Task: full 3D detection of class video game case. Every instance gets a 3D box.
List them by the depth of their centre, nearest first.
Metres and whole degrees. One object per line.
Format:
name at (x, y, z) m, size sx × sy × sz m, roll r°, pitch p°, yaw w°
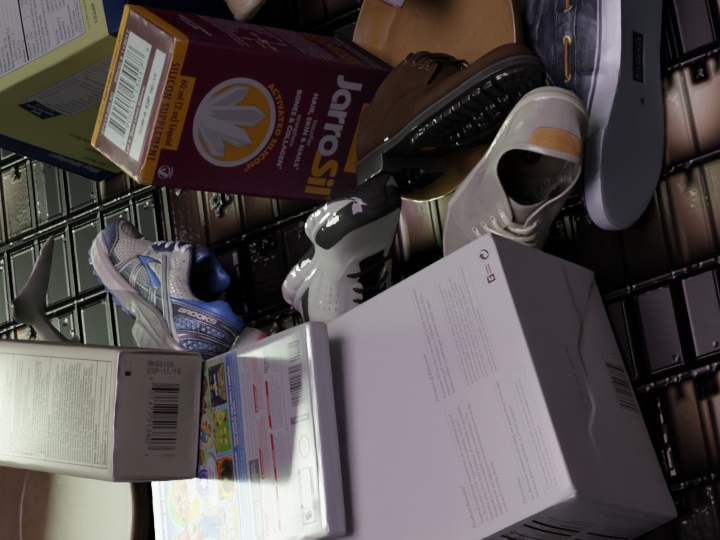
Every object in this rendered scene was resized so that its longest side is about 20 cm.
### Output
video game case at (-0.083, 0.127, 1.536) m, size 0.199 × 0.018 × 0.144 m, roll -21°, pitch 70°, yaw 48°

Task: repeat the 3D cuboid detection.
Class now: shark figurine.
shark figurine at (-0.184, 0.080, 1.743) m, size 0.089 × 0.128 × 0.214 m, roll -40°, pitch 71°, yaw -21°

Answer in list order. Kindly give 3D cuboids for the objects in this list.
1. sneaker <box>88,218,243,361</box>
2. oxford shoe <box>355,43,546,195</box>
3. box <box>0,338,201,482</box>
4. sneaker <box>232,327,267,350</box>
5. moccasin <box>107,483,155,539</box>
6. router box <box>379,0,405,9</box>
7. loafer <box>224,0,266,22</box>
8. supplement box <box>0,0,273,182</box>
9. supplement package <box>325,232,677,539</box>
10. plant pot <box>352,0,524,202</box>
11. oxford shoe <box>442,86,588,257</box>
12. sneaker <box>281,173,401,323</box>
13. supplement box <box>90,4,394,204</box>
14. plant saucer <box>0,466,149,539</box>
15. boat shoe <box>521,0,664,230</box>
sneaker at (-0.142, 0.012, 1.731) m, size 0.085 × 0.077 × 0.200 m, roll -45°, pitch 43°, yaw 7°
oxford shoe at (0.054, -0.122, 1.549) m, size 0.200 × 0.072 × 0.085 m, roll -27°, pitch 63°, yaw 50°
box at (-0.208, 0.098, 1.602) m, size 0.199 × 0.077 × 0.096 m, roll 4°, pitch 90°, yaw 46°
sneaker at (-0.066, 0.142, 1.663) m, size 0.104 × 0.076 × 0.201 m, roll 12°, pitch 59°, yaw 0°
moccasin at (-0.179, 0.251, 1.715) m, size 0.068 × 0.080 × 0.201 m, roll 48°, pitch 121°, yaw 46°
router box at (0.035, -0.306, 1.643) m, size 0.201 × 0.049 × 0.180 m, roll -61°, pitch 20°, yaw 9°
loafer at (-0.079, -0.284, 1.732) m, size 0.076 × 0.068 × 0.201 m, roll -41°, pitch 31°, yaw 59°
supplement box at (-0.203, -0.185, 1.747) m, size 0.199 × 0.200 × 0.135 m, roll -22°, pitch 67°, yaw 29°
supplement package at (0.073, 0.113, 1.513) m, size 0.199 × 0.147 × 0.192 m, roll -29°, pitch 63°, yaw 27°
plant pot at (0.059, -0.150, 1.627) m, size 0.200 × 0.027 × 0.202 m, roll -5°, pitch 84°, yaw 54°
oxford shoe at (0.103, -0.041, 1.529) m, size 0.200 × 0.075 × 0.058 m, roll 114°, pitch 166°, yaw -47°
sneaker at (0.000, 0.000, 1.600) m, size 0.073 × 0.200 × 0.080 m, roll -22°, pitch 71°, yaw -19°
supplement box at (-0.082, -0.118, 1.626) m, size 0.086 × 0.199 × 0.111 m, roll 37°, pitch 115°, yaw 50°
plant saucer at (-0.218, 0.187, 1.687) m, size 0.199 × 0.029 × 0.202 m, roll -7°, pitch 81°, yaw 49°
boat shoe at (0.159, -0.123, 1.562) m, size 0.091 × 0.071 × 0.202 m, roll -6°, pitch 73°, yaw 43°
